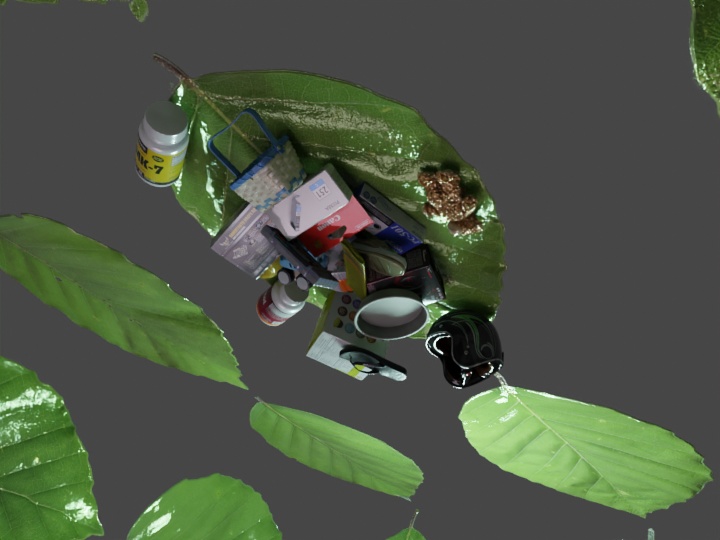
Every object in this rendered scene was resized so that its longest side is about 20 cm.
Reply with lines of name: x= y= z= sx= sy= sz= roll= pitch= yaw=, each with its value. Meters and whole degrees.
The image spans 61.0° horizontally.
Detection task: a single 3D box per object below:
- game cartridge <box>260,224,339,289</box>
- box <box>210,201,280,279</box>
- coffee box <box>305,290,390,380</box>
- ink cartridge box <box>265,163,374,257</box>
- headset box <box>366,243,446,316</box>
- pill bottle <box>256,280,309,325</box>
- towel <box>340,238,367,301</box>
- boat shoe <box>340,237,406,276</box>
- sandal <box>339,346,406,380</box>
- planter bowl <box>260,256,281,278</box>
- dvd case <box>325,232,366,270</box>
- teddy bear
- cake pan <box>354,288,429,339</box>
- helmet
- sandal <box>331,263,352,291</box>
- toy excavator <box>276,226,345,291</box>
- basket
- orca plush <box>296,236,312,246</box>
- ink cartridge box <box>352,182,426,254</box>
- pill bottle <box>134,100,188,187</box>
game cartridge: x=-0.147 y=-0.033 z=1.493 sx=0.200 sy=0.039 sz=0.129 roll=43 pitch=-176 yaw=19
box: x=-0.274 y=-0.091 z=1.608 sx=0.158 sy=0.049 sz=0.200 roll=36 pitch=113 yaw=-25
coffee box: x=-0.023 y=0.166 z=1.791 sx=0.195 sy=0.202 sz=0.200 roll=24 pitch=148 yaw=-7
ink cartridge box: x=-0.096 y=-0.126 z=1.427 sx=0.198 sy=0.045 sz=0.177 roll=-29 pitch=111 yaw=29
headset box: x=0.106 y=0.032 z=1.586 sx=0.196 sy=0.076 sz=0.149 roll=-16 pitch=137 yaw=14
pill bottle: x=-0.237 y=0.089 z=1.876 sx=0.112 sy=0.114 sz=0.199 roll=31 pitch=145 yaw=-18
towel: x=-0.014 y=0.007 z=1.521 sx=0.086 sy=0.018 sz=0.201 roll=50 pitch=162 yaw=27
boat shoe: x=0.039 y=-0.042 z=1.499 sx=0.198 sy=0.069 sz=0.075 roll=17 pitch=148 yaw=40
sandal: x=0.034 y=0.261 z=1.673 sx=0.197 sy=0.043 sz=0.076 roll=21 pitch=147 yaw=-5
planter bowl: x=-0.281 y=-0.037 z=1.742 sx=0.196 sy=0.085 sz=0.202 roll=13 pitch=147 yaw=9
dvd case: x=-0.046 y=-0.048 z=1.659 sx=0.198 sy=0.018 sz=0.142 roll=-16 pitch=132 yaw=42
teddy bear: x=0.195 y=-0.145 z=1.343 sx=0.142 sy=0.068 sz=0.201 roll=8 pitch=145 yaw=23
cake pan: x=0.080 y=0.113 z=1.587 sx=0.196 sy=0.037 sz=0.202 roll=-3 pitch=142 yaw=-2
helmet: x=0.286 y=0.205 z=1.693 sx=0.196 sy=0.193 sz=0.201 roll=-16 pitch=148 yaw=-11
sandal: x=0.001 y=0.006 z=1.648 sx=0.202 sy=0.060 sz=0.080 roll=-7 pitch=138 yaw=-2
toy excavator: x=-0.130 y=-0.054 z=1.610 sx=0.191 sy=0.100 sz=0.204 roll=14 pitch=121 yaw=26
basket: x=-0.233 y=-0.244 z=1.362 sx=0.175 sy=0.140 sz=0.200 roll=-19 pitch=122 yaw=44
orca plush: x=-0.175 y=-0.134 z=1.533 sx=0.199 sy=0.106 sz=0.071 roll=37 pitch=163 yaw=-13
ink cartridge box: x=0.056 y=-0.121 z=1.473 sx=0.198 sy=0.045 sz=0.094 roll=34 pitch=147 yaw=-21
pill bottle: x=-0.465 y=-0.296 z=1.434 sx=0.113 sy=0.116 sz=0.200 roll=26 pitch=147 yaw=-10
